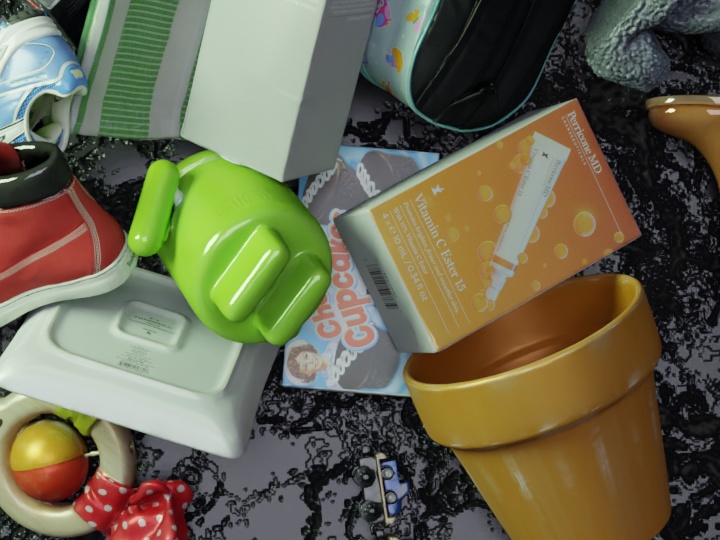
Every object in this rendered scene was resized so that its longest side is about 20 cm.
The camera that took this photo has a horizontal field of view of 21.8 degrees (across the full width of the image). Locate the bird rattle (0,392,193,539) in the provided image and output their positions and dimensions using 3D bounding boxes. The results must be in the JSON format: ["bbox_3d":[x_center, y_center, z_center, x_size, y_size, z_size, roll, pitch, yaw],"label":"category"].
[{"bbox_3d":[-0.224,0.153,1.507,0.162,0.113,0.201,-10,108,16],"label":"bird rattle"}]

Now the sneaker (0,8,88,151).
[{"bbox_3d":[-0.273,-0.099,1.418,0.077,0.075,0.201,46,125,19],"label":"sneaker"}]

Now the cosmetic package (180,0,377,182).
[{"bbox_3d":[-0.057,-0.180,1.426,0.106,0.090,0.201,27,115,25],"label":"cosmetic package"}]

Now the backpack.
[{"bbox_3d":[0.080,-0.218,1.478,0.153,0.175,0.201,29,108,38],"label":"backpack"}]

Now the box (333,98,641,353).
[{"bbox_3d":[0.100,-0.034,1.484,0.199,0.097,0.125,-29,96,-17],"label":"box"}]

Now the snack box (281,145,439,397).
[{"bbox_3d":[0.000,0.000,1.536,0.115,0.037,0.202,4,87,-1],"label":"snack box"}]

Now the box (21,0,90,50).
[{"bbox_3d":[-0.272,-0.288,1.471,0.200,0.182,0.104,42,87,1],"label":"box"}]

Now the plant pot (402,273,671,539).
[{"bbox_3d":[0.157,0.127,1.468,0.199,0.200,0.184,-22,103,-3],"label":"plant pot"}]

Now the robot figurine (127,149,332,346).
[{"bbox_3d":[-0.094,-0.021,1.441,0.175,0.200,0.116,29,102,-34],"label":"robot figurine"}]

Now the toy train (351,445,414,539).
[{"bbox_3d":[0.029,0.241,1.525,0.045,0.034,0.202,-10,88,-6],"label":"toy train"}]

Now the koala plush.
[{"bbox_3d":[0.304,-0.224,1.494,0.199,0.184,0.178,26,47,-25],"label":"koala plush"}]

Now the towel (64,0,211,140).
[{"bbox_3d":[-0.133,-0.169,1.469,0.199,0.023,0.154,1,115,-39],"label":"towel"}]

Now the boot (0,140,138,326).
[{"bbox_3d":[-0.287,-0.030,1.412,0.199,0.073,0.145,-18,131,21],"label":"boot"}]

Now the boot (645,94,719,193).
[{"bbox_3d":[0.316,-0.056,1.534,0.198,0.074,0.156,15,91,2],"label":"boot"}]

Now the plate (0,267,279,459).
[{"bbox_3d":[-0.166,0.054,1.456,0.198,0.200,0.033,18,120,-1],"label":"plate"}]
